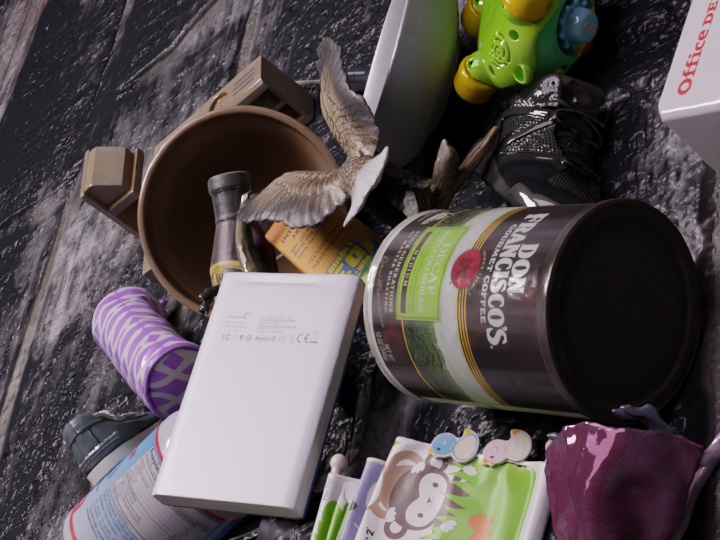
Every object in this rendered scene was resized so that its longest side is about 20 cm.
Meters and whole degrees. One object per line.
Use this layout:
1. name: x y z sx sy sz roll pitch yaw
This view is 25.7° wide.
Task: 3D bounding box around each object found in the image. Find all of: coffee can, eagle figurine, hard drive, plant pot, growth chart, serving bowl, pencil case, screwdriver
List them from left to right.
1. pencil case: -0.203 0.078 1.564 0.085 0.085 0.200 -24 28 -18
2. plant pot: -0.103 -0.050 1.494 0.202 0.200 0.093 -53 -9 3
3. hard drive: -0.078 0.095 1.256 0.131 0.025 0.202 1 60 28
4. screwdriver: -0.033 -0.200 1.639 0.199 0.028 0.029 15 101 54
5. eagle figurine: -0.010 -0.084 1.288 0.199 0.152 0.151 31 52 26
6. serving bowl: 0.048 -0.179 1.431 0.200 0.065 0.202 -165 90 -84
7. growth chart: 0.048 0.180 1.133 0.198 0.018 0.146 -6 57 28
8. coffee can: 0.117 0.027 1.108 0.199 0.146 0.148 -1 60 54

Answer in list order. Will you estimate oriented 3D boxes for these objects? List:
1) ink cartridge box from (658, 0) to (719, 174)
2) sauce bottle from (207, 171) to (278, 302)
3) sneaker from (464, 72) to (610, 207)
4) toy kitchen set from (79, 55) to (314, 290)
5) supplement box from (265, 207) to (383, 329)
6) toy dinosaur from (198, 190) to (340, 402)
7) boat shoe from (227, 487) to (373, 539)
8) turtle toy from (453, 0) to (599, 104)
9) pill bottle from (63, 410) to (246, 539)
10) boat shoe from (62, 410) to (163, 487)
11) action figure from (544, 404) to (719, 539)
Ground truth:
1. ink cartridge box: 0.317 -0.155 1.065 0.199 0.084 0.147 -6 55 51
2. sauce bottle: -0.103 0.014 1.413 0.066 0.066 0.202 -21 77 42
3. sneaker: 0.158 -0.092 1.231 0.115 0.076 0.200 -56 25 10
4. toy kitchen set: -0.165 -0.109 1.607 0.180 0.163 0.201 -36 36 28
5. supplement box: 0.000 0.000 1.344 0.067 0.069 0.200 -53 43 2
6. toy dinosaur: -0.090 0.038 1.357 0.087 0.202 0.047 -24 -9 -19
7. boat shoe: -0.059 0.203 1.240 0.199 0.066 0.074 -39 -6 35
8. turtle toy: 0.153 -0.232 1.343 0.146 0.100 0.202 122 161 -52
9. pill bottle: -0.157 0.192 1.362 0.200 0.108 0.109 -43 33 18
10. boat shoe: -0.232 0.151 1.475 0.073 0.062 0.200 -44 0 3
11. action figure: 0.156 0.194 0.976 0.147 0.134 0.202 2 67 5
